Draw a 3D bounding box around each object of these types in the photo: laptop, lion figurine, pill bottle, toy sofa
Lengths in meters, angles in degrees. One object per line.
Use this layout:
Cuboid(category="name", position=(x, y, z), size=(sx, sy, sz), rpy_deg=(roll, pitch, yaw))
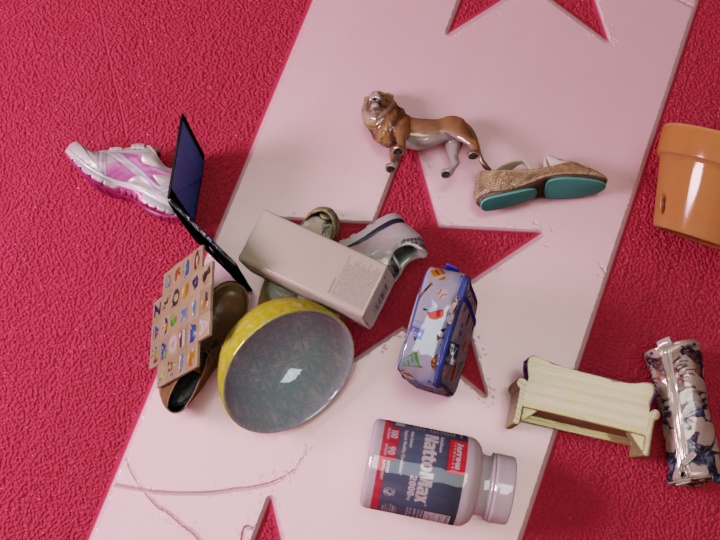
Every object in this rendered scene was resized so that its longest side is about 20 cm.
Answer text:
Cuboid(category="laptop", position=(-0.200, -0.088, 1.393), size=(0.200, 0.177, 0.103), rpy_deg=(43, 82, 10))
Cuboid(category="lion figurine", position=(0.096, -0.202, 1.468), size=(0.197, 0.073, 0.124), rpy_deg=(10, 50, -5))
Cuboid(category="pill bottle", position=(0.105, 0.276, 1.341), size=(0.197, 0.120, 0.121), rpy_deg=(10, 78, 2))
Cuboid(category="toy sofa", position=(0.304, 0.189, 1.375), size=(0.197, 0.083, 0.099), rpy_deg=(12, 77, 4))

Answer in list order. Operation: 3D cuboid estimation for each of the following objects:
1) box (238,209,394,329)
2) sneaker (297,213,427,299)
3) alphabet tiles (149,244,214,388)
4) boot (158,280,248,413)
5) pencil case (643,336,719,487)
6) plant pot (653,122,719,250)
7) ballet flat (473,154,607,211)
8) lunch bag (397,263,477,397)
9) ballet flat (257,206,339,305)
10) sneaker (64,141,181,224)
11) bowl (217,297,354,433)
Cuboid(category="box", position=(-0.059, -0.002, 1.351), size=(0.198, 0.068, 0.083), rpy_deg=(26, 80, 18))
Cuboid(category="sneaker", position=(0.000, 0.000, 1.409), size=(0.199, 0.077, 0.081), rpy_deg=(-36, 55, -7))
Cuboid(category="alphabet tiles", position=(-0.245, 0.065, 1.360), size=(0.006, 0.199, 0.169), rpy_deg=(13, 66, -31))
Cuboid(category="boot", position=(-0.212, 0.110, 1.380), size=(0.073, 0.075, 0.202), rpy_deg=(29, 93, -15))
Cuboid(category="pencil case", position=(0.443, 0.194, 1.369), size=(0.077, 0.089, 0.203), rpy_deg=(-12, 77, 22))
Cuboid(category="plant pot", position=(0.498, -0.107, 1.393), size=(0.197, 0.200, 0.142), rpy_deg=(18, 95, 5))
Cuboid(category="ballet flat", position=(0.260, -0.137, 1.457), size=(0.197, 0.071, 0.066), rpy_deg=(-7, 63, -5))
Cuboid(category="lunch bag", position=(0.111, 0.081, 1.341), size=(0.075, 0.200, 0.162), rpy_deg=(17, 79, 13))
Cuboid(category="ballet flat", position=(-0.091, -0.005, 1.430), size=(0.070, 0.071, 0.202), rpy_deg=(28, 80, 6))
Cuboid(category="sneaker", position=(-0.334, -0.146, 1.462), size=(0.198, 0.081, 0.089), rpy_deg=(25, 78, -3))
Cuboid(category="bowl", position=(-0.117, 0.110, 1.368), size=(0.199, 0.201, 0.108), rpy_deg=(-35, 43, -7))
